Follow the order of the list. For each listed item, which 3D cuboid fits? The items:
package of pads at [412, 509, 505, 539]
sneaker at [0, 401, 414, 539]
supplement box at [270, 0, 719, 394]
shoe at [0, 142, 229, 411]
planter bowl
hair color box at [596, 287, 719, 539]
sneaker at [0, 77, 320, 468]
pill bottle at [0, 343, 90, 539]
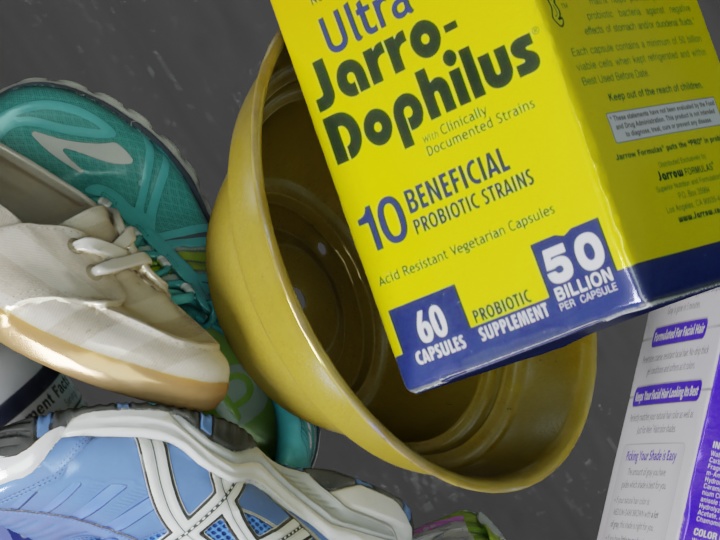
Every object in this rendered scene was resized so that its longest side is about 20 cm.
[{"bbox_3d":[0.001,0.208,0.891,0.200,0.068,0.155,-30,100,0],"label":"package of pads"},{"bbox_3d":[-0.058,0.103,0.782,0.200,0.076,0.077,21,58,-33],"label":"sneaker"},{"bbox_3d":[0.054,-0.072,0.772,0.109,0.109,0.201,-24,83,38],"label":"supplement box"},{"bbox_3d":[-0.129,-0.014,0.786,0.200,0.070,0.053,31,104,11],"label":"shoe"},{"bbox_3d":[0.000,0.000,0.830,0.083,0.200,0.201,-24,102,35],"label":"planter bowl"},{"bbox_3d":[0.145,0.066,0.839,0.065,0.109,0.201,13,83,-7],"label":"hair color box"},{"bbox_3d":[-0.080,0.006,0.850,0.077,0.080,0.200,-39,99,2],"label":"sneaker"},{"bbox_3d":[-0.148,0.095,0.840,0.116,0.116,0.200,-34,99,1],"label":"pill bottle"}]
